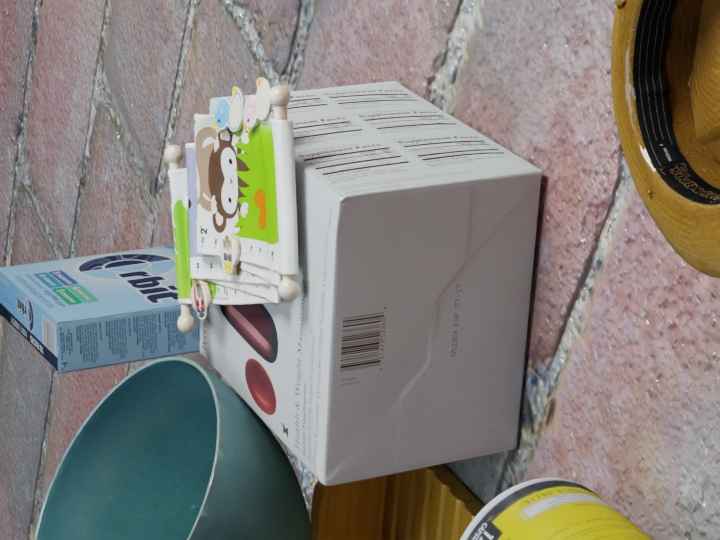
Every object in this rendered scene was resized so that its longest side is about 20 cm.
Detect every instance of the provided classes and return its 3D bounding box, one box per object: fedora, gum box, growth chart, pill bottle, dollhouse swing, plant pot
[{"bbox_3d":[0.189,-0.093,0.886,0.200,0.081,0.203,173,90,-70],"label":"fedora"},{"bbox_3d":[-0.178,0.025,1.559,0.170,0.198,0.045,-150,57,-60],"label":"gum box"},{"bbox_3d":[-0.082,-0.040,1.206,0.200,0.018,0.146,-13,83,63],"label":"growth chart"},{"bbox_3d":[0.138,0.201,1.032,0.200,0.111,0.113,-143,51,-57],"label":"pill bottle"},{"bbox_3d":[-0.014,0.238,1.294,0.200,0.174,0.184,-137,46,-55],"label":"dollhouse swing"},{"bbox_3d":[-0.112,0.179,1.302,0.199,0.134,0.202,-32,41,34],"label":"plant pot"}]

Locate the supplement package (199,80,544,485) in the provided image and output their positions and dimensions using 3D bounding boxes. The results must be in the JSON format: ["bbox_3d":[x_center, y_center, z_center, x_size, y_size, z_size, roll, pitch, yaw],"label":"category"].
[{"bbox_3d":[0.000,0.000,1.235,0.200,0.146,0.193,39,130,55],"label":"supplement package"}]
